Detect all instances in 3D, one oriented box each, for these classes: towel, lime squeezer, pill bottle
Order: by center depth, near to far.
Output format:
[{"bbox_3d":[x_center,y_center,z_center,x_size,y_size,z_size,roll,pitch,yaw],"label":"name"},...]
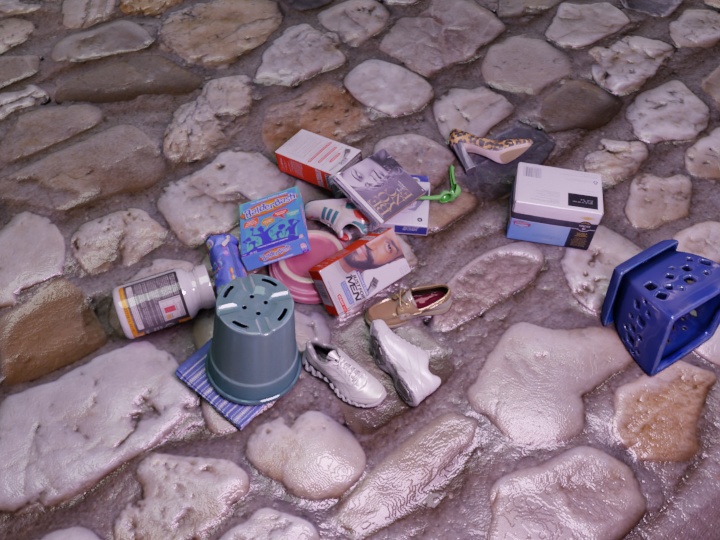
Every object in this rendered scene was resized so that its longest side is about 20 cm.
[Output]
[{"bbox_3d":[-0.266,0.220,1.475,0.199,0.024,0.145,34,58,20],"label":"towel"},{"bbox_3d":[-0.414,0.062,1.526,0.198,0.117,0.117,-18,55,-13],"label":"pill bottle"},{"bbox_3d":[0.208,-0.199,1.759,0.071,0.038,0.200,53,45,-5],"label":"lime squeezer"}]

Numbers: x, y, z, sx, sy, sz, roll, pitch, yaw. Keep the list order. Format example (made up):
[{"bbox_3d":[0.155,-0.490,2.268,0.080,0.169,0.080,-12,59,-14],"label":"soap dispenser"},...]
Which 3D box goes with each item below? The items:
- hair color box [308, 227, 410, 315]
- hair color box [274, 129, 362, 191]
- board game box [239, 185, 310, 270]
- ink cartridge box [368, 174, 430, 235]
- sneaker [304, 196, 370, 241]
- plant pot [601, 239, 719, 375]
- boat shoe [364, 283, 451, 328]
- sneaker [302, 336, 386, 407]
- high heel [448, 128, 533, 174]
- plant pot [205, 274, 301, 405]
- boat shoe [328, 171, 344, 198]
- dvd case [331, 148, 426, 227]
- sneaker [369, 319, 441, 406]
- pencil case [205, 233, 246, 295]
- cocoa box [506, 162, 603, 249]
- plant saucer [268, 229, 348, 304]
[{"bbox_3d":[0.000,0.000,1.567,0.199,0.112,0.064,-32,17,-23],"label":"hair color box"},{"bbox_3d":[-0.103,-0.274,1.793,0.199,0.064,0.111,25,56,32],"label":"hair color box"},{"bbox_3d":[-0.200,-0.100,1.650,0.151,0.045,0.201,-18,41,4],"label":"board game box"},{"bbox_3d":[0.072,-0.179,1.759,0.197,0.041,0.201,3,53,2],"label":"ink cartridge box"},{"bbox_3d":[-0.058,-0.116,1.669,0.198,0.070,0.094,-2,82,37],"label":"sneaker"},{"bbox_3d":[0.628,0.065,1.497,0.199,0.201,0.180,-27,51,-19],"label":"plant pot"},{"bbox_3d":[0.105,0.069,1.559,0.198,0.067,0.074,-16,55,-12],"label":"boat shoe"},{"bbox_3d":[-0.036,0.205,1.450,0.199,0.081,0.075,30,56,18],"label":"sneaker"},{"bbox_3d":[0.334,-0.341,1.861,0.198,0.072,0.144,-20,62,-4],"label":"high heel"},{"bbox_3d":[-0.209,0.125,1.414,0.198,0.197,0.201,5,47,-5],"label":"plant pot"},{"bbox_3d":[0.020,-0.206,1.711,0.198,0.072,0.068,-13,82,-32],"label":"boat shoe"},{"bbox_3d":[0.046,-0.193,1.639,0.149,0.016,0.200,46,47,8],"label":"dvd case"},{"bbox_3d":[0.092,0.180,1.482,0.099,0.078,0.201,-22,66,-25],"label":"sneaker"},{"bbox_3d":[-0.289,0.006,1.590,0.077,0.087,0.201,-1,51,-27],"label":"pencil case"},{"bbox_3d":[0.453,-0.150,1.686,0.198,0.132,0.134,9,53,6],"label":"cocoa box"},{"bbox_3d":[-0.111,-0.019,1.633,0.198,0.051,0.202,1,53,-1],"label":"plant saucer"}]
